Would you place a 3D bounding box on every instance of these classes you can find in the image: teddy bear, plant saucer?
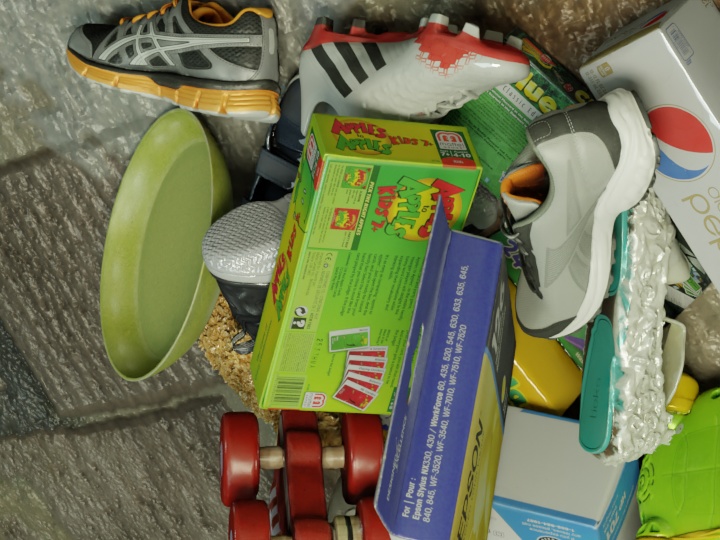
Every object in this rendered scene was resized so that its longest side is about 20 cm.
[{"bbox_3d":[-0.078,0.076,1.451,0.200,0.067,0.145,52,159,-6],"label":"teddy bear"},{"bbox_3d":[-0.138,-0.017,1.404,0.031,0.201,0.200,12,145,-27],"label":"plant saucer"}]

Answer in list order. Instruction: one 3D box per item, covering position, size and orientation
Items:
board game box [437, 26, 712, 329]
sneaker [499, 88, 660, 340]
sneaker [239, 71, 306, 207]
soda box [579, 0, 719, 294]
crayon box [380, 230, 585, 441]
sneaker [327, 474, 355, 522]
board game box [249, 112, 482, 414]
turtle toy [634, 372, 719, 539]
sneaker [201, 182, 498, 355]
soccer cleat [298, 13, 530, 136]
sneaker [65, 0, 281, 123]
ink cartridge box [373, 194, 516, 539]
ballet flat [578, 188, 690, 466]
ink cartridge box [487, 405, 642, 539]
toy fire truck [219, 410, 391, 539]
[{"bbox_3d":[0.144,-0.054,1.237,0.200,0.023,0.105,44,138,4],"label":"board game box"},{"bbox_3d":[0.113,-0.031,1.147,0.200,0.079,0.074,101,158,-51],"label":"sneaker"},{"bbox_3d":[-0.043,-0.044,1.352,0.078,0.079,0.201,25,131,24],"label":"sneaker"},{"bbox_3d":[0.217,-0.062,1.145,0.068,0.064,0.200,-25,102,45],"label":"soda box"},{"bbox_3d":[0.071,0.063,1.359,0.126,0.052,0.200,52,136,-5],"label":"crayon box"},{"bbox_3d":[0.021,0.249,1.446,0.080,0.200,0.147,-4,131,4],"label":"sneaker"},{"bbox_3d":[0.000,0.000,1.224,0.101,0.048,0.201,4,126,-17],"label":"board game box"},{"bbox_3d":[0.259,0.135,1.215,0.200,0.146,0.101,-12,151,43],"label":"turtle toy"},{"bbox_3d":[-0.002,0.000,1.305,0.199,0.076,0.114,-12,126,-4],"label":"sneaker"},{"bbox_3d":[0.030,-0.115,1.217,0.200,0.068,0.086,9,89,48],"label":"soccer cleat"},{"bbox_3d":[-0.127,-0.155,1.352,0.199,0.078,0.078,15,100,36],"label":"sneaker"},{"bbox_3d":[0.058,0.088,1.165,0.047,0.198,0.200,8,156,10],"label":"ink cartridge box"},{"bbox_3d":[0.172,0.021,1.202,0.072,0.072,0.201,9,102,33],"label":"ballet flat"},{"bbox_3d":[0.118,0.185,1.338,0.146,0.086,0.200,10,141,22],"label":"ink cartridge box"},{"bbox_3d":[-0.040,0.197,1.334,0.112,0.200,0.168,-1,131,-8],"label":"toy fire truck"}]
